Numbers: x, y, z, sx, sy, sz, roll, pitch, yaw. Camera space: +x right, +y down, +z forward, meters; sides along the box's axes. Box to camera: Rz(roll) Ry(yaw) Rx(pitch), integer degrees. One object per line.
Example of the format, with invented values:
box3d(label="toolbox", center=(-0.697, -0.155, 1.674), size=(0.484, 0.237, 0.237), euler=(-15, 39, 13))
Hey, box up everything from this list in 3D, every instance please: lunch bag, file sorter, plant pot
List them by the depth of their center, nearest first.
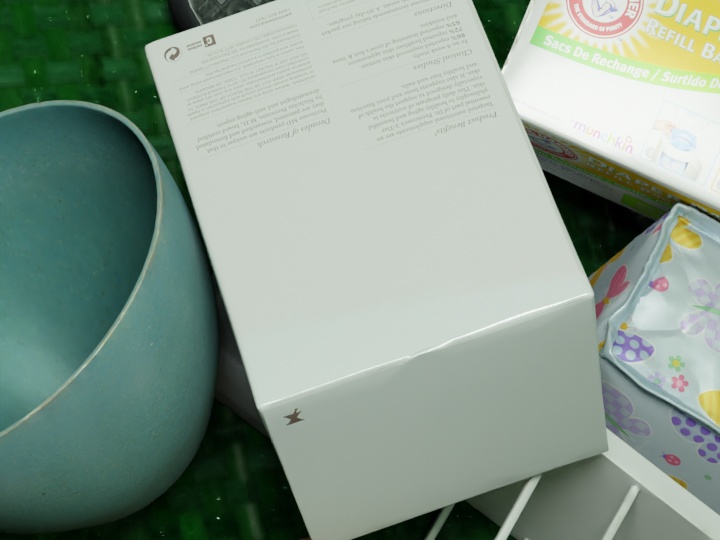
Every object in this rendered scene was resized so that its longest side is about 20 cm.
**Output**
box3d(label="plant pot", center=(-0.143, 0.043, 1.070), size=(0.135, 0.199, 0.201), euler=(52, 49, -42))
box3d(label="file sorter", center=(0.122, 0.185, 1.147), size=(0.200, 0.139, 0.125), euler=(38, 62, -7))
box3d(label="lunch bag", center=(0.188, 0.081, 1.199), size=(0.199, 0.170, 0.127), euler=(36, 61, -4))

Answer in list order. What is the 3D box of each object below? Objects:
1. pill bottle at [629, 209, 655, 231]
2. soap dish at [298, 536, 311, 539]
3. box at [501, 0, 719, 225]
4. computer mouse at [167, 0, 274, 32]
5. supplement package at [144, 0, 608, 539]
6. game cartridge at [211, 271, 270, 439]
box3d(label="pill bottle", center=(0.231, -0.015, 1.291), size=(0.116, 0.116, 0.201), euler=(-31, 85, -31))
box3d(label="soap dish", center=(-0.068, 0.215, 1.077), size=(0.199, 0.081, 0.158), euler=(-13, 75, -28))
box3d(label="box", center=(0.171, -0.080, 1.183), size=(0.199, 0.113, 0.102), euler=(25, 84, 5))
box3d(label="computer mouse", center=(-0.031, -0.090, 1.254), size=(0.200, 0.034, 0.059), euler=(50, 62, -7))
box3d(label="supplement package", center=(0.009, -0.009, 1.069), size=(0.151, 0.151, 0.201), euler=(-18, 59, -2))
box3d(label="game cartridge", center=(0.000, 0.000, 1.207), size=(0.133, 0.040, 0.201), euler=(35, 68, -6))
